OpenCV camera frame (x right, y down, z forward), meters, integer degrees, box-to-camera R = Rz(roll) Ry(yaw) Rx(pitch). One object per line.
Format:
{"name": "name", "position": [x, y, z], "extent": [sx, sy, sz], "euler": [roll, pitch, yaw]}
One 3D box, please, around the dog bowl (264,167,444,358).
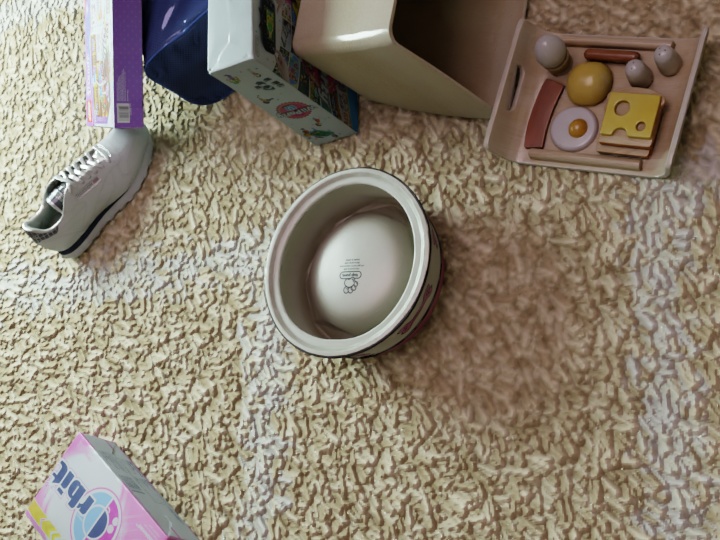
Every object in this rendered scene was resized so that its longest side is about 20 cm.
{"name": "dog bowl", "position": [0.000, 0.000, 1.226], "extent": [0.198, 0.074, 0.203], "euler": [-11, 68, 28]}

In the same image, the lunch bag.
{"name": "lunch bag", "position": [-0.172, -0.314, 1.407], "extent": [0.199, 0.136, 0.133], "euler": [-32, 59, 19]}

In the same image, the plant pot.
{"name": "plant pot", "position": [0.043, -0.276, 1.233], "extent": [0.176, 0.199, 0.202], "euler": [-3, 71, 42]}

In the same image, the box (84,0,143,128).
{"name": "box", "position": [-0.294, -0.271, 1.404], "extent": [0.136, 0.039, 0.203], "euler": [16, 107, 62]}

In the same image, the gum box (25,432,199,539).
{"name": "gum box", "position": [-0.277, 0.281, 1.304], "extent": [0.200, 0.066, 0.114], "euler": [39, 94, 36]}

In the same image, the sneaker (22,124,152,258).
{"name": "sneaker", "position": [-0.337, -0.109, 1.473], "extent": [0.076, 0.080, 0.201], "euler": [35, 90, 38]}

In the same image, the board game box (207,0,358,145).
{"name": "board game box", "position": [-0.081, -0.244, 1.285], "extent": [0.064, 0.199, 0.150], "euler": [-13, 67, 29]}

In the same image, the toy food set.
{"name": "toy food set", "position": [0.228, -0.174, 1.151], "extent": [0.198, 0.060, 0.145], "euler": [11, 79, 35]}
